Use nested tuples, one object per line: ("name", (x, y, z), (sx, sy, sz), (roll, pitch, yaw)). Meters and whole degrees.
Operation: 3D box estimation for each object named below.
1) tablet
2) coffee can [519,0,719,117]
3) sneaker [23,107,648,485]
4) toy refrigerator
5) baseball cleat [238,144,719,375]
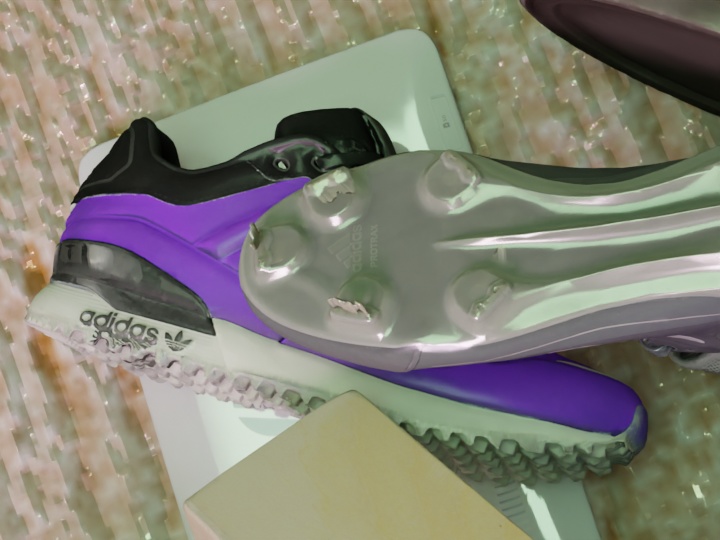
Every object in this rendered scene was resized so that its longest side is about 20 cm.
("tablet", (-0.008, 0.033, 0.913), (0.130, 0.014, 0.201), (-20, 78, 10))
("coffee can", (0.150, -0.145, 0.830), (0.146, 0.146, 0.201), (22, 88, 15))
("sneaker", (0.000, 0.000, 0.873), (0.199, 0.070, 0.100), (16, 79, 12))
("toy refrigerator", (0.039, 0.117, 0.760), (0.070, 0.076, 0.200), (-33, 40, -16))
("baseball cleat", (0.069, 0.007, 0.813), (0.199, 0.107, 0.070), (-4, 62, 14))
